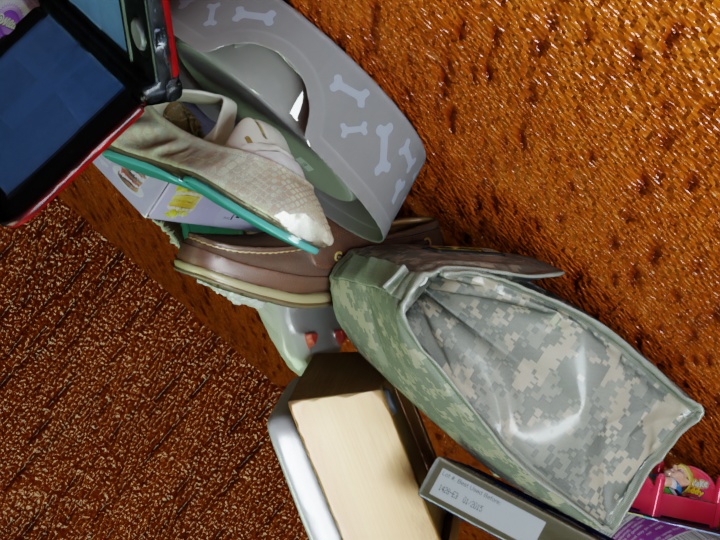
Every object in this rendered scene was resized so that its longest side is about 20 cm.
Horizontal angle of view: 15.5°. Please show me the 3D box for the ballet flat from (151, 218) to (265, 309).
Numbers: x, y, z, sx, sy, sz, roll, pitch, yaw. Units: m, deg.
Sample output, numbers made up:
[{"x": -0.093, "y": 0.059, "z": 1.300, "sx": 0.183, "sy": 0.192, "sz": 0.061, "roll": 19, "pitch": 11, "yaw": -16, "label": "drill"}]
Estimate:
[{"x": -0.102, "y": -0.037, "z": 1.799, "sx": 0.072, "sy": 0.072, "sz": 0.200, "roll": 47, "pitch": -170, "yaw": -38, "label": "ballet flat"}]

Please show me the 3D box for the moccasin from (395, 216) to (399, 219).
[{"x": 0.000, "y": 0.000, "z": 1.808, "sx": 0.200, "sy": 0.080, "sz": 0.068, "roll": 43, "pitch": 134, "yaw": -2, "label": "moccasin"}]

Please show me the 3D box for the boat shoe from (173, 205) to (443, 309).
[{"x": -0.030, "y": -0.013, "z": 1.686, "sx": 0.200, "sy": 0.068, "sz": 0.072, "roll": 5, "pitch": -170, "yaw": -37, "label": "boat shoe"}]

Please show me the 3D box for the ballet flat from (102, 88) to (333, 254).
[{"x": -0.080, "y": -0.068, "z": 1.514, "sx": 0.200, "sy": 0.062, "sz": 0.067, "roll": 25, "pitch": 178, "yaw": 43, "label": "ballet flat"}]

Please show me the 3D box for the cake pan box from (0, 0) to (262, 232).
[{"x": -0.129, "y": -0.104, "z": 1.713, "sx": 0.200, "sy": 0.052, "sz": 0.184, "roll": 45, "pitch": -162, "yaw": 26, "label": "cake pan box"}]

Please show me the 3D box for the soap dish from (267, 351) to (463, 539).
[{"x": 0.007, "y": 0.135, "z": 1.727, "sx": 0.200, "sy": 0.081, "sz": 0.157, "roll": -61, "pitch": -51, "yaw": -82, "label": "soap dish"}]

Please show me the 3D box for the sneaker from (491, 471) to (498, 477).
[{"x": 0.081, "y": 0.082, "z": 1.798, "sx": 0.115, "sy": 0.075, "sz": 0.200, "roll": 30, "pitch": 169, "yaw": -4, "label": "sneaker"}]

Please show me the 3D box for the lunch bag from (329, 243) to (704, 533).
[{"x": 0.082, "y": 0.049, "z": 1.601, "sx": 0.200, "sy": 0.118, "sz": 0.164, "roll": 38, "pitch": 175, "yaw": -16, "label": "lunch bag"}]

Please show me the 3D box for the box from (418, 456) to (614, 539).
[{"x": 0.108, "y": 0.160, "z": 1.667, "sx": 0.121, "sy": 0.032, "sz": 0.200, "roll": 27, "pitch": 177, "yaw": 11, "label": "box"}]

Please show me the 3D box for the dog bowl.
[{"x": -0.044, "y": -0.104, "z": 1.580, "sx": 0.200, "sy": 0.059, "sz": 0.200, "roll": 41, "pitch": 173, "yaw": 6, "label": "dog bowl"}]

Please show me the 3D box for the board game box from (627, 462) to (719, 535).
[{"x": 0.191, "y": 0.141, "z": 1.724, "sx": 0.158, "sy": 0.039, "sz": 0.200, "roll": 14, "pitch": 177, "yaw": -10, "label": "board game box"}]

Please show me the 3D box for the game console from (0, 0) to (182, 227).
[{"x": -0.193, "y": -0.146, "z": 1.539, "sx": 0.200, "sy": 0.119, "sz": 0.172, "roll": -138, "pitch": 36, "yaw": -57, "label": "game console"}]

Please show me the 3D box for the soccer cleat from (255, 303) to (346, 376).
[{"x": -0.068, "y": -0.013, "z": 1.865, "sx": 0.069, "sy": 0.078, "sz": 0.200, "roll": -5, "pitch": -106, "yaw": -55, "label": "soccer cleat"}]

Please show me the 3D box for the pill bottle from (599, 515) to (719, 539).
[{"x": 0.206, "y": 0.223, "z": 1.993, "sx": 0.200, "sy": 0.112, "sz": 0.112, "roll": 33, "pitch": 169, "yaw": 50, "label": "pill bottle"}]
